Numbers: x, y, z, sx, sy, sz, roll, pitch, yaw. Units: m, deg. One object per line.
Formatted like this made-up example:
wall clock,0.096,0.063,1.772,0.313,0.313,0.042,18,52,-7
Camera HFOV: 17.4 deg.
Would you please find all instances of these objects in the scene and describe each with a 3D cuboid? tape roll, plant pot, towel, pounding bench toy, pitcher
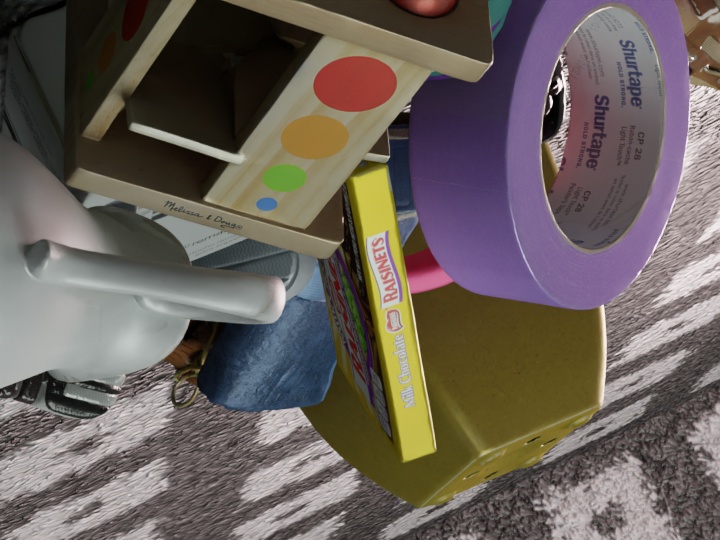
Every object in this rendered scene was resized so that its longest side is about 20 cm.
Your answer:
tape roll,0.108,-0.081,1.306,0.066,0.200,0.200,10,-169,35
plant pot,0.063,0.051,1.693,0.195,0.200,0.194,-18,164,-31
towel,-0.025,0.006,1.536,0.112,0.049,0.200,-3,129,-57
pounding bench toy,-0.066,-0.120,0.953,0.200,0.124,0.156,16,139,-24
pitcher,-0.145,-0.002,0.992,0.171,0.121,0.200,-2,170,34

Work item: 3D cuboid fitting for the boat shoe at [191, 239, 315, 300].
boat shoe,-0.101,-0.009,1.360,0.200,0.072,0.062,-3,-174,36

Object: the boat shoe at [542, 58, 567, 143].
boat shoe,0.093,-0.117,1.416,0.070,0.066,0.200,-28,167,-1

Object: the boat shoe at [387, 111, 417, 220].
boat shoe,-0.005,-0.060,1.406,0.200,0.072,0.072,-1,-170,-21

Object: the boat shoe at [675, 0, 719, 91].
boat shoe,0.223,-0.157,1.534,0.074,0.076,0.200,-25,159,11

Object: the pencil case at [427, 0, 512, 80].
pencil case,0.045,-0.166,1.112,0.200,0.085,0.093,113,-2,-70

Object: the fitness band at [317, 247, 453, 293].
fitness band,0.023,-0.065,1.335,0.143,0.037,0.200,-31,132,-4

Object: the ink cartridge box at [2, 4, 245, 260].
ink cartridge box,-0.099,-0.070,1.184,0.144,0.084,0.200,-23,165,-16

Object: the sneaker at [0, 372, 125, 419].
sneaker,-0.237,0.031,1.329,0.200,0.115,0.076,26,85,-41

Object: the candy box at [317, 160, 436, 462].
candy box,0.000,0.000,1.277,0.026,0.102,0.200,-19,129,-10

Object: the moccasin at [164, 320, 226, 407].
moccasin,-0.106,0.047,1.602,0.074,0.078,0.201,-30,163,11
